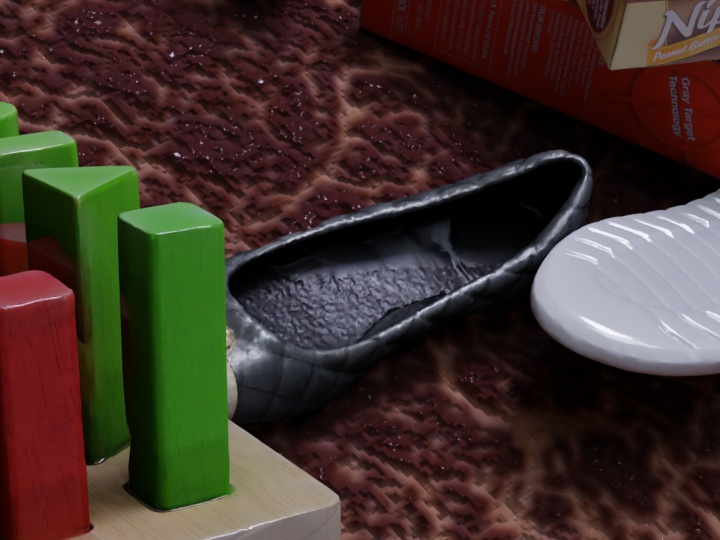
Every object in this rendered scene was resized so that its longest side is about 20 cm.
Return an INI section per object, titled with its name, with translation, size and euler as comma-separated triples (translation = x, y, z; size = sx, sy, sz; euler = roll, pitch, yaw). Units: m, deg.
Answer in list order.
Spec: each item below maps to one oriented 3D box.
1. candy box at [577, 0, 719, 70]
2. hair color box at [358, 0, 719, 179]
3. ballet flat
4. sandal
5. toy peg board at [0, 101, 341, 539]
[candy box]
translation = 0.122, -0.168, 0.895
size = 0.115, 0.055, 0.201
euler = -7, 50, -13
[hair color box]
translation = 0.111, -0.108, 0.920
size = 0.199, 0.061, 0.102
euler = 24, 51, 15
[ballet flat]
translation = 0.000, 0.000, 0.817
size = 0.199, 0.057, 0.067
euler = -24, 64, -35
[sandal]
translation = 0.134, 0.012, 0.865
size = 0.082, 0.050, 0.202
euler = 34, 33, 28
[toy peg board]
translation = -0.139, 0.025, 0.649
size = 0.198, 0.098, 0.200
euler = -12, 21, -29
